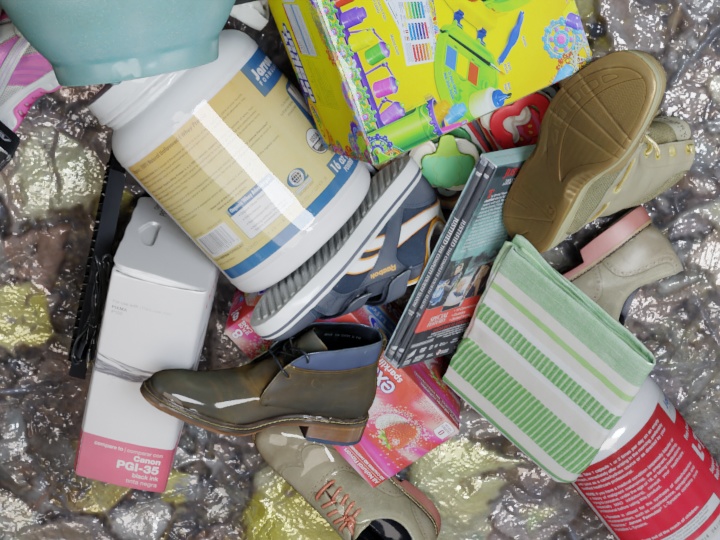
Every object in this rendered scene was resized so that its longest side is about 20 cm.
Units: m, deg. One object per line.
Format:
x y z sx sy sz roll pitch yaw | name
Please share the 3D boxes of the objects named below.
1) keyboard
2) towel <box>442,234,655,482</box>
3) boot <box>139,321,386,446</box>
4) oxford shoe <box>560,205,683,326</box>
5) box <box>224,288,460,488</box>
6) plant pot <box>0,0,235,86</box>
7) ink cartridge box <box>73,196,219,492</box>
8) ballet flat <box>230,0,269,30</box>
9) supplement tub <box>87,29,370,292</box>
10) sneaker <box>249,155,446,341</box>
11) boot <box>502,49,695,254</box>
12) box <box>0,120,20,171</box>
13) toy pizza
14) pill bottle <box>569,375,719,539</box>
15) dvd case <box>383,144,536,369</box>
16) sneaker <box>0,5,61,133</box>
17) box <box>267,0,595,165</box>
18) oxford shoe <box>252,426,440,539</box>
-0.221 0.001 1.579 0.021 0.127 0.201 9 117 -11 | keyboard
0.147 0.078 1.524 0.153 0.023 0.200 42 144 16 | towel
-0.073 0.077 1.512 0.199 0.075 0.097 9 115 -30 | boot
0.180 0.035 1.585 0.200 0.070 0.075 -43 84 23 | oxford shoe
-0.011 0.073 1.615 0.100 0.096 0.200 -35 109 20 | box
-0.169 -0.206 1.356 0.200 0.200 0.135 -8 103 8 | plant pot
-0.175 0.061 1.594 0.082 0.147 0.201 14 117 -2 | ink cartridge box
-0.062 -0.225 1.492 0.199 0.068 0.069 -2 125 6 | ballet flat
-0.105 -0.098 1.507 0.145 0.145 0.200 -38 103 20 | supplement tub
0.000 0.000 1.509 0.079 0.200 0.078 52 154 -17 | sneaker
0.209 -0.105 1.469 0.073 0.155 0.200 49 136 23 | boot
-0.396 -0.109 1.497 0.160 0.044 0.200 -42 107 16 | box
0.081 -0.137 1.541 0.199 0.032 0.201 2 116 3 | toy pizza
0.230 0.157 1.629 0.112 0.112 0.200 -33 110 18 | pill bottle
0.105 -0.015 1.545 0.022 0.146 0.200 41 122 26 | dvd case
-0.273 -0.181 1.520 0.200 0.081 0.088 -41 108 20 | sneaker
0.040 -0.212 1.406 0.192 0.122 0.201 -25 107 -14 | box
-0.011 0.196 1.679 0.200 0.075 0.071 34 114 -12 | oxford shoe
